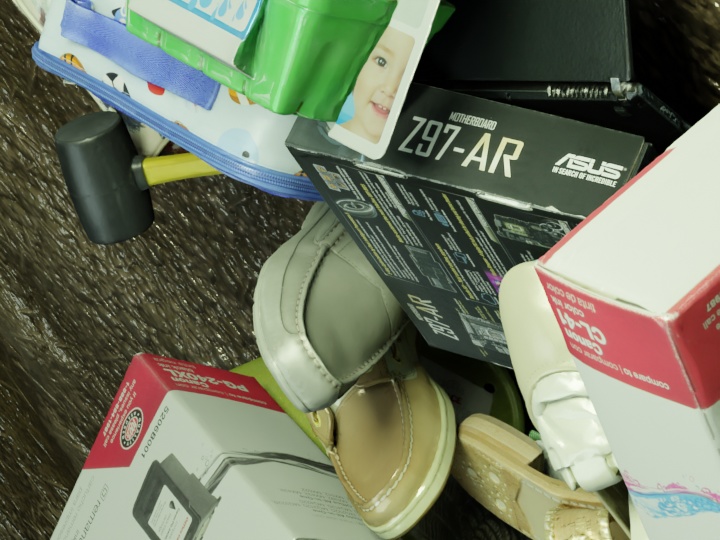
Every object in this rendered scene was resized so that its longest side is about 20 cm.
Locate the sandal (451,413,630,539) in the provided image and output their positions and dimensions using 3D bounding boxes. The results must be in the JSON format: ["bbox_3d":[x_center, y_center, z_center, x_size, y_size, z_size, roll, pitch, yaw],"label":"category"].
[{"bbox_3d":[0.101,0.139,1.343,0.211,0.070,0.078,27,149,42],"label":"sandal"}]

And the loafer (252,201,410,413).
[{"bbox_3d":[0.000,0.000,1.374,0.070,0.200,0.070,-26,111,24],"label":"loafer"}]

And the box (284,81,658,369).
[{"bbox_3d":[0.074,-0.008,1.263,0.160,0.044,0.200,15,159,29],"label":"box"}]

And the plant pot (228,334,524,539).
[{"bbox_3d":[0.002,0.110,1.588,0.187,0.187,0.200,51,143,-2],"label":"plant pot"}]

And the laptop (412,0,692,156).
[{"bbox_3d":[0.085,-0.106,1.221,0.200,0.104,0.177,34,162,-37],"label":"laptop"}]

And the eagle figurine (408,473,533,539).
[{"bbox_3d":[0.069,0.193,1.476,0.201,0.151,0.151,58,172,20],"label":"eagle figurine"}]

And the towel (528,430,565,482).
[{"bbox_3d":[0.166,0.139,1.355,0.150,0.031,0.200,56,157,-16],"label":"towel"}]

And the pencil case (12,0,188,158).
[{"bbox_3d":[-0.144,-0.144,1.546,0.200,0.089,0.078,49,156,5],"label":"pencil case"}]

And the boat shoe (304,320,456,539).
[{"bbox_3d":[-0.004,0.057,1.432,0.066,0.074,0.200,34,-161,-27],"label":"boat shoe"}]

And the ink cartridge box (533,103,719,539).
[{"bbox_3d":[0.172,0.041,1.137,0.085,0.147,0.201,23,145,48],"label":"ink cartridge box"}]

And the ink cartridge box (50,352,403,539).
[{"bbox_3d":[-0.072,0.154,1.467,0.083,0.146,0.200,17,-164,-35],"label":"ink cartridge box"}]

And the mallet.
[{"bbox_3d":[-0.067,-0.066,1.469,0.199,0.041,0.066,-15,113,26],"label":"mallet"}]

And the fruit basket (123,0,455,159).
[{"bbox_3d":[-0.023,-0.169,1.177,0.185,0.093,0.201,31,114,41],"label":"fruit basket"}]

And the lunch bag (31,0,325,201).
[{"bbox_3d":[-0.058,-0.092,1.362,0.200,0.160,0.076,28,107,39],"label":"lunch bag"}]

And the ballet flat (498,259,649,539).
[{"bbox_3d":[0.119,0.083,1.209,0.200,0.070,0.069,51,160,-22],"label":"ballet flat"}]
